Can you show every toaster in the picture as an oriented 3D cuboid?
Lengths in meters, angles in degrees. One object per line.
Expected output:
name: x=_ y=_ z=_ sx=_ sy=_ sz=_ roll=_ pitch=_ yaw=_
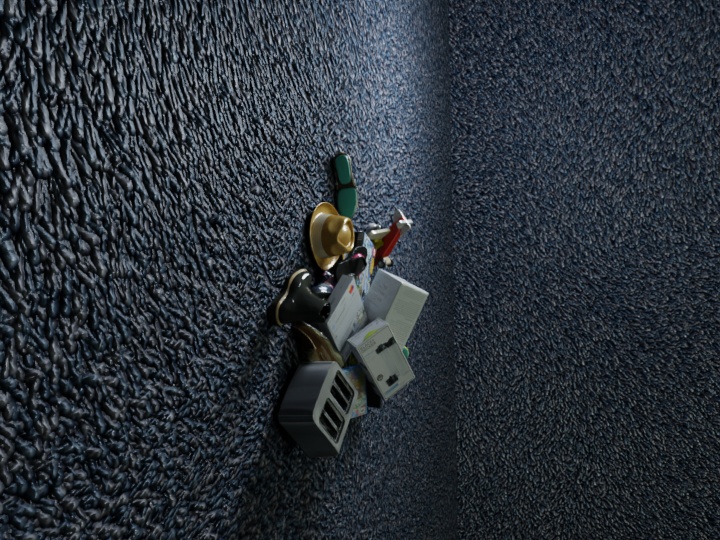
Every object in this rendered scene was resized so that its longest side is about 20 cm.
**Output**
toaster: x=-0.105 y=0.330 z=1.432 sx=0.201 sy=0.118 sz=0.181 roll=60 pitch=35 yaw=-34

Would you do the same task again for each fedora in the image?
fedora: x=-0.069 y=-0.096 z=1.601 sx=0.200 sy=0.081 sz=0.202 roll=-1 pitch=90 yaw=-66

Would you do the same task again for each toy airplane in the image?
toy airplane: x=0.081 y=-0.122 z=1.964 sx=0.199 sy=0.141 sz=0.200 roll=-44 pitch=156 yaw=-21

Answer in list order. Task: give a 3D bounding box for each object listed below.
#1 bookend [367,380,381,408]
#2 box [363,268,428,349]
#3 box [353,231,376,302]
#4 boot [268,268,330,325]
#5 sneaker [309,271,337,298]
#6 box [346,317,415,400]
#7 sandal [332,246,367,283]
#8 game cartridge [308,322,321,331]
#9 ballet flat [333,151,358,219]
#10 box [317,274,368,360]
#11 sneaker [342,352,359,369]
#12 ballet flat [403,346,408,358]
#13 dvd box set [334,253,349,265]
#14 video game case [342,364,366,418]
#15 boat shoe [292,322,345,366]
bookend: x=0.049 y=0.323 z=1.953 sx=0.199 sy=0.091 sz=0.202 roll=-33 pitch=122 yaw=-67
box: x=0.085 y=0.120 z=1.723 sx=0.106 sy=0.152 sz=0.201 roll=22 pitch=95 yaw=-29
box: x=0.000 y=0.000 z=1.787 sx=0.137 sy=0.040 sz=0.201 roll=52 pitch=45 yaw=-62
boot: x=-0.118 y=0.067 z=1.400 sx=0.200 sy=0.137 sz=0.078 roll=-66 pitch=150 yaw=-50
sneaker: x=-0.101 y=0.043 z=1.590 sx=0.082 sy=0.070 sz=0.200 roll=63 pitch=22 yaw=12
box: x=0.058 y=0.247 z=1.623 sx=0.116 sy=0.060 sz=0.201 roll=-33 pitch=115 yaw=-16
sandal: x=-0.015 y=-0.013 z=1.642 sx=0.200 sy=0.045 sz=0.076 roll=-41 pitch=126 yaw=-59
game cartridge: x=-0.091 y=0.171 z=1.638 sx=0.200 sy=0.040 sz=0.134 roll=-44 pitch=135 yaw=-64
ballet flat: x=-0.042 y=-0.253 z=1.733 sx=0.075 sy=0.067 sz=0.201 roll=-78 pitch=161 yaw=-75
box: x=-0.046 y=0.135 z=1.592 sx=0.156 sy=0.041 sz=0.201 roll=-60 pitch=151 yaw=-29
sneaker: x=-0.045 y=0.263 z=1.660 sx=0.084 sy=0.074 sz=0.201 roll=29 pitch=68 yaw=-35
ballet flat: x=0.047 y=0.255 z=1.792 sx=0.067 sy=0.199 sz=0.067 roll=-175 pitch=-99 yaw=-75
dvd box set: x=-0.031 y=-0.018 z=1.807 sx=0.200 sy=0.029 sz=0.147 roll=-44 pitch=132 yaw=-65
video game case: x=-0.064 y=0.345 z=1.596 sx=0.199 sy=0.018 sz=0.144 roll=-7 pitch=99 yaw=-39
boat shoe: x=-0.112 y=0.208 z=1.498 sx=0.074 sy=0.075 sz=0.200 roll=-51 pitch=127 yaw=-18
